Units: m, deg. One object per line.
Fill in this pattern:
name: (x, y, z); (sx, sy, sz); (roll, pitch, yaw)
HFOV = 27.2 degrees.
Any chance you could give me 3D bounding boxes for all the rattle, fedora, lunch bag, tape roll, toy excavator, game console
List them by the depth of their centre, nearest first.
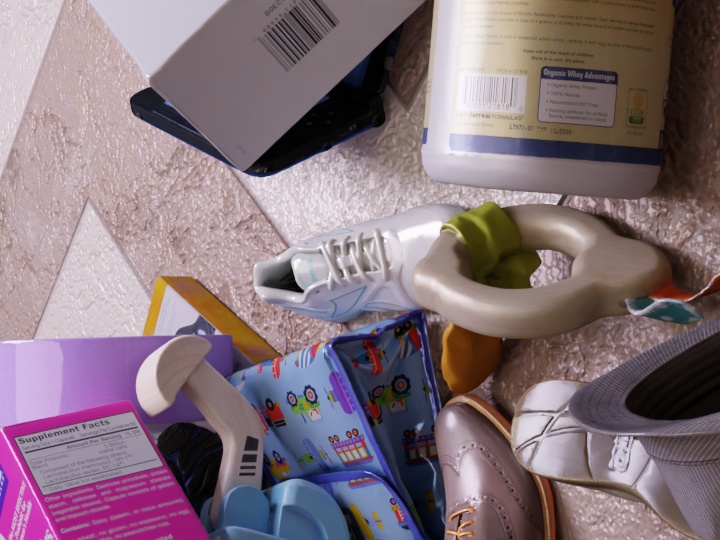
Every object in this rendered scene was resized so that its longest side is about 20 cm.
fedora: (0.213, 0.076, 0.746); (0.091, 0.199, 0.177); (67, 165, -9)
rattle: (0.135, 0.041, 0.913); (0.199, 0.130, 0.144); (10, 109, 24)
toy excavator: (-0.077, 0.164, 1.039); (0.100, 0.193, 0.201); (-33, 43, 52)
lunch bag: (0.000, 0.148, 1.074); (0.150, 0.094, 0.201); (-22, 87, 50)
game console: (-0.072, -0.176, 1.132); (0.200, 0.170, 0.119); (28, 137, 47)
tape roll: (-0.197, 0.084, 1.149); (0.199, 0.199, 0.066); (-6, 84, 50)

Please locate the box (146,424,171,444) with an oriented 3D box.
box: (-0.173, 0.235, 1.222); (0.124, 0.097, 0.202); (9, 109, 53)

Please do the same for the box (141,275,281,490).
box: (-0.121, 0.101, 1.242); (0.200, 0.041, 0.120); (37, 117, 42)

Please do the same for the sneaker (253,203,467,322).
sneaker: (0.000, 0.000, 1.067); (0.200, 0.080, 0.071); (-20, 72, 47)

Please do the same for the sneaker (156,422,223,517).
sneaker: (-0.099, 0.204, 1.138); (0.201, 0.075, 0.078); (61, 164, -11)

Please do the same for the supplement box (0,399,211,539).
supplement box: (-0.163, 0.196, 0.982); (0.200, 0.103, 0.102); (53, 138, 36)

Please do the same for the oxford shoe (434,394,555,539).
oxford shoe: (0.084, 0.173, 0.966); (0.071, 0.073, 0.201); (-43, 57, 41)

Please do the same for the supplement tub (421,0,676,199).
supplement tub: (0.113, -0.147, 0.880); (0.144, 0.144, 0.202); (11, 98, 50)

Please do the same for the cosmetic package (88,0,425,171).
cosmetic package: (-0.083, -0.217, 1.065); (0.199, 0.123, 0.200); (-42, 48, 4)

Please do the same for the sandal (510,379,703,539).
sandal: (0.177, 0.110, 0.866); (0.199, 0.054, 0.081); (12, 79, 43)
